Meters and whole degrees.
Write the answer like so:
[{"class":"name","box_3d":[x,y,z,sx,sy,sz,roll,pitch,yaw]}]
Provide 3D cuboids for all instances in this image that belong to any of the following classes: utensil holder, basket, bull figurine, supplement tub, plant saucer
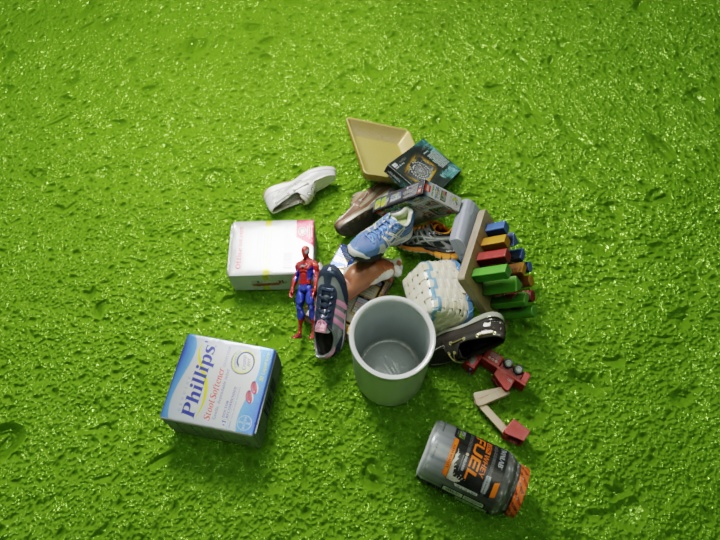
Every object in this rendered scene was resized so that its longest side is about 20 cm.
[{"class":"utensil holder","box_3d":[0.061,0.173,1.196,0.166,0.201,0.173,0,61,0]},{"class":"basket","box_3d":[0.198,0.063,1.299,0.197,0.139,0.179,9,54,-25]},{"class":"bull figurine","box_3d":[0.000,0.000,1.315,0.198,0.066,0.122,-31,62,-18]},{"class":"supplement tub","box_3d":[0.215,0.384,1.125,0.197,0.123,0.124,21,64,12]},{"class":"plant saucer","box_3d":[0.062,-0.291,1.493,0.197,0.049,0.202,4,52,-29]}]

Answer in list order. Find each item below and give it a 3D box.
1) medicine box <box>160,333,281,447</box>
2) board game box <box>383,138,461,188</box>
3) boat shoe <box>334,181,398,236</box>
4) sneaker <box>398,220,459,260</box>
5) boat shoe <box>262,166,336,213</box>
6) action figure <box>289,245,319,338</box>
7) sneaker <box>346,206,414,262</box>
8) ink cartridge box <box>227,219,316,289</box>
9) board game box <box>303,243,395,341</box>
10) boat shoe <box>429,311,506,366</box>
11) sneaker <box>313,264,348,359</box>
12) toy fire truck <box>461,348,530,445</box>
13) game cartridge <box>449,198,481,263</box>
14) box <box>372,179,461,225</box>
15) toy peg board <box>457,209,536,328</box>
[{"class":"medicine box","box_3d":[-0.283,0.249,1.216,0.196,0.103,0.185,9,62,5]},{"class":"board game box","box_3d":[0.159,-0.248,1.460,0.135,0.028,0.200,41,44,7]},{"class":"boat shoe","box_3d":[0.007,-0.156,1.451,0.199,0.076,0.072,-35,62,-27]},{"class":"sneaker","box_3d":[0.159,-0.082,1.369,0.198,0.079,0.078,14,25,34]},{"class":"boat shoe","box_3d":[-0.144,-0.197,1.476,0.197,0.071,0.070,-24,64,-2]},{"class":"action figure","box_3d":[-0.121,0.047,1.281,0.064,0.052,0.204,-2,84,23]},{"class":"sneaker","box_3d":[0.046,-0.084,1.289,0.075,0.078,0.199,38,48,23]},{"class":"ink cartridge box","box_3d":[-0.204,-0.036,1.378,0.196,0.084,0.148,-1,62,0]},{"class":"board game box","box_3d":[-0.024,0.053,1.349,0.150,0.047,0.202,24,65,13]},{"class":"boat shoe","box_3d":[0.213,0.156,1.223,0.200,0.072,0.061,-33,34,29]},{"class":"sneaker","box_3d":[-0.068,0.092,1.234,0.069,0.204,0.082,3,16,20]},{"class":"toy fire truck","box_3d":[0.285,0.254,1.234,0.198,0.049,0.142,32,70,19]},{"class":"game cartridge","box_3d":[0.274,-0.049,1.327,0.040,0.200,0.135,-7,51,44]},{"class":"box","box_3d":[0.127,-0.150,1.348,0.109,0.199,0.035,22,73,-28]},{"class":"toy peg board","box_3d":[0.319,0.001,1.264,0.097,0.200,0.201,-8,44,40]}]
